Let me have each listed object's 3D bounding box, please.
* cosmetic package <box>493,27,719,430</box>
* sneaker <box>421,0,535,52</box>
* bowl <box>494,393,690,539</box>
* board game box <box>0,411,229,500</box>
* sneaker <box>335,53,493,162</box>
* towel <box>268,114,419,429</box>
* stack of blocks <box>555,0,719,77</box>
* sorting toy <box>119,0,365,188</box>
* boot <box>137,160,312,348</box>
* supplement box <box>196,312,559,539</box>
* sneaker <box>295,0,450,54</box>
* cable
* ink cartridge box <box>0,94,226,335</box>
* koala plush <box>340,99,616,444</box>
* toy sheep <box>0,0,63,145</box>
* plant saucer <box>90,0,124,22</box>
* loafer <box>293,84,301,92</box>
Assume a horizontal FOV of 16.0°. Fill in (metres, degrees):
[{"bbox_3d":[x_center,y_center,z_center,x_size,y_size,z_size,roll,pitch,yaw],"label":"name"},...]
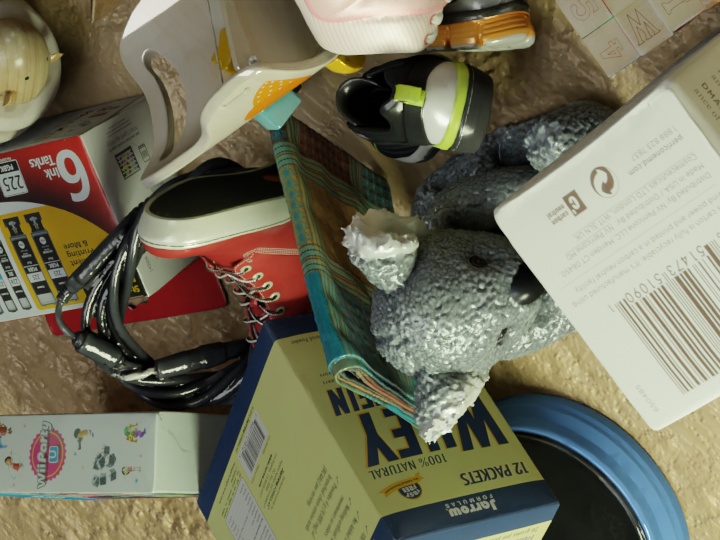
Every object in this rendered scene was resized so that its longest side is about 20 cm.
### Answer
[{"bbox_3d":[0.221,-0.045,1.506,0.165,0.200,0.165,53,134,-1],"label":"cosmetic package"},{"bbox_3d":[0.029,-0.180,1.672,0.199,0.078,0.078,2,96,36],"label":"sneaker"},{"bbox_3d":[0.136,0.185,1.814,0.200,0.039,0.202,19,125,29],"label":"bowl"},{"bbox_3d":[-0.176,0.141,1.946,0.199,0.147,0.065,-4,82,40],"label":"board game box"},{"bbox_3d":[0.022,-0.113,1.650,0.200,0.082,0.072,177,103,-75],"label":"sneaker"},{"bbox_3d":[0.000,0.000,1.690,0.022,0.147,0.201,-26,60,21],"label":"towel"},{"bbox_3d":[0.219,-0.200,1.479,0.200,0.115,0.059,-34,92,44],"label":"stack of blocks"},{"bbox_3d":[-0.098,-0.147,1.672,0.180,0.106,0.201,-40,49,37],"label":"sorting toy"},{"bbox_3d":[-0.079,0.007,1.746,0.072,0.200,0.145,19,110,33],"label":"boot"},{"bbox_3d":[0.006,0.162,1.781,0.200,0.134,0.200,57,142,34],"label":"supplement box"},{"bbox_3d":[0.045,-0.202,1.585,0.075,0.200,0.105,45,160,52],"label":"sneaker"},{"bbox_3d":[-0.108,0.011,1.834,0.163,0.051,0.200,42,98,-20],"label":"cable"},{"bbox_3d":[-0.221,-0.023,1.937,0.199,0.084,0.176,-10,108,40],"label":"ink cartridge box"},{"bbox_3d":[0.074,0.010,1.650,0.183,0.200,0.178,-8,110,40],"label":"koala plush"},{"bbox_3d":[-0.294,-0.152,1.891,0.200,0.138,0.138,-2,114,54],"label":"toy sheep"},{"bbox_3d":[-0.152,-0.259,1.641,0.036,0.201,0.201,1,123,-7],"label":"plant saucer"},{"bbox_3d":[-0.093,-0.207,1.755,0.070,0.068,0.202,-14,102,10],"label":"loafer"}]
